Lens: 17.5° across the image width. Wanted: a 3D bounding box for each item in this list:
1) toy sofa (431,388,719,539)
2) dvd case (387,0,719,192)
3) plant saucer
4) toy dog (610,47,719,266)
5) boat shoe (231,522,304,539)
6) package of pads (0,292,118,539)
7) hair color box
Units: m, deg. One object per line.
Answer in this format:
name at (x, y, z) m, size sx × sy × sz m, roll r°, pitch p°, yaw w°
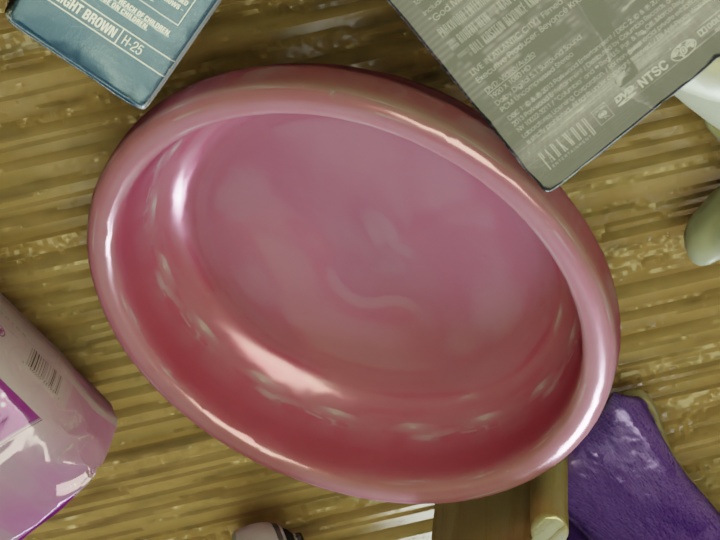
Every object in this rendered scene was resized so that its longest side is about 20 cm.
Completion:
toy sofa at (0.121, 0.151, 0.934) m, size 0.097 × 0.083 × 0.200 m, roll -32°, pitch 110°, yaw 20°
dvd case at (0.055, -0.146, 0.745) m, size 0.149 × 0.016 × 0.200 m, roll -38°, pitch 101°, yaw 11°
plant saucer at (0.000, 0.000, 0.857) m, size 0.200 × 0.051 × 0.201 m, roll 12°, pitch 135°, yaw 12°
toy dog at (0.143, -0.115, 0.821) m, size 0.194 × 0.140 × 0.200 m, roll -38°, pitch 108°, yaw 2°
boat shoe at (0.004, 0.182, 0.953) m, size 0.066 × 0.070 × 0.201 m, roll -21°, pitch 111°, yaw -6°
package of pads at (-0.199, 0.029, 0.873) m, size 0.120 × 0.076 × 0.200 m, roll -40°, pitch 108°, yaw 11°
hair color box at (-0.041, -0.161, 0.805) m, size 0.060 × 0.100 × 0.200 m, roll 34°, pitch 103°, yaw -12°
